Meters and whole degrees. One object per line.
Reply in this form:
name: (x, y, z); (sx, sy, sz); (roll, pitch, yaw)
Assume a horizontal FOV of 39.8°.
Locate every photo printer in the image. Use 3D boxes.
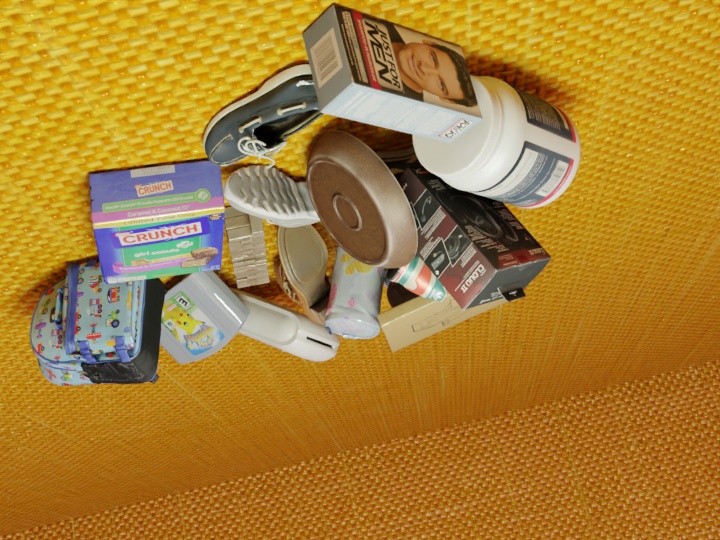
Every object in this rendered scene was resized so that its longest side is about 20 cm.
photo printer: (-0.139, 0.095, 1.687); (0.198, 0.070, 0.166); (18, 175, 28)

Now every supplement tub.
supplement tub: (0.173, -0.161, 1.249); (0.140, 0.142, 0.199); (-29, 155, 36)

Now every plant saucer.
plant saucer: (-0.008, -0.082, 1.270); (0.034, 0.201, 0.201); (-34, 169, -25)

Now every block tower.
block tower: (-0.170, -0.037, 1.483); (0.057, 0.055, 0.200); (-11, 159, -8)

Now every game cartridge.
game cartridge: (-0.275, 0.079, 1.633); (0.133, 0.041, 0.199); (45, 132, -16)

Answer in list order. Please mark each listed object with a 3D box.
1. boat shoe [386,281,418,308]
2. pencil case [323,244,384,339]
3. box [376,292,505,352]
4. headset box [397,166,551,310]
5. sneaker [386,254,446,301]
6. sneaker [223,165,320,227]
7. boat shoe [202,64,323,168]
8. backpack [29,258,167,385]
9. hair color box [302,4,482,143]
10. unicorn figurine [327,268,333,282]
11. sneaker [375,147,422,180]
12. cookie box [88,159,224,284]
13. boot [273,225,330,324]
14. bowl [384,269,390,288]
boat shoe: (0.130, 0.012, 1.475); (0.198, 0.077, 0.071); (-24, 159, 29)
pencil case: (0.000, 0.000, 1.471); (0.082, 0.203, 0.091); (3, 161, 13)
box: (0.124, 0.054, 1.445); (0.198, 0.021, 0.164); (-24, 161, 1)
headset box: (0.142, -0.042, 1.281); (0.148, 0.201, 0.077); (-12, 148, -51)
sneaker: (0.107, -0.032, 1.383); (0.093, 0.201, 0.071); (33, 133, -5)
sneaker: (-0.114, -0.086, 1.357); (0.082, 0.076, 0.199); (-30, 154, 35)
boat shoe: (-0.112, -0.167, 1.168); (0.199, 0.063, 0.074); (-27, 158, 33)
backpack: (-0.402, 0.076, 1.475); (0.197, 0.185, 0.135); (-4, 153, 10)
hair color box: (0.038, -0.212, 1.092); (0.198, 0.100, 0.060); (6, 152, -42)
unicorn figurine: (-0.007, 0.010, 1.633); (0.073, 0.138, 0.200); (29, 126, -22)
sneaker: (0.075, -0.126, 1.372); (0.197, 0.080, 0.079); (-12, 159, -8)
cookie box: (-0.269, -0.061, 1.326); (0.169, 0.076, 0.200); (-8, 158, -12)
boot: (-0.100, -0.004, 1.547); (0.073, 0.202, 0.154); (-30, -156, -17)
bowl: (0.118, -0.054, 1.547); (0.198, 0.106, 0.201); (-11, 160, -4)
